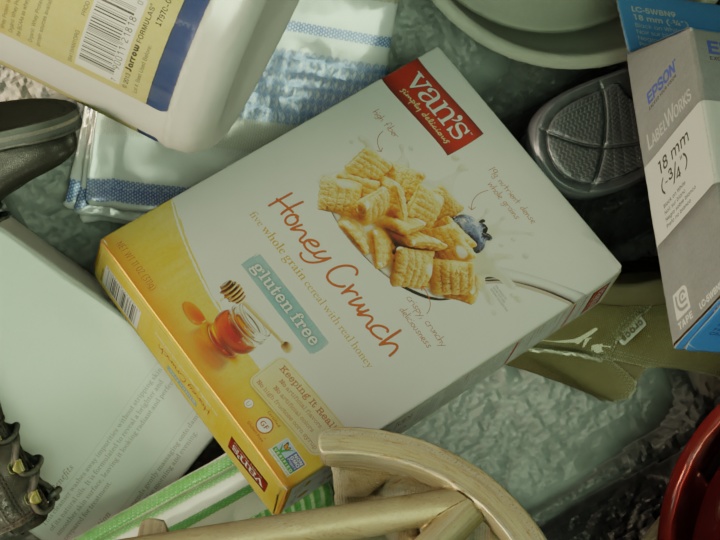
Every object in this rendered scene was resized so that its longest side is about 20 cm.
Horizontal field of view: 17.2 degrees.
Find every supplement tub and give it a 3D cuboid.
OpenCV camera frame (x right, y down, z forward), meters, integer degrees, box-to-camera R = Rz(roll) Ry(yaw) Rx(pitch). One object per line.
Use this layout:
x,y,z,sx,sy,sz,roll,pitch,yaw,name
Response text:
-0.125,-0.153,1.024,0.200,0.144,0.145,26,94,1,supplement tub

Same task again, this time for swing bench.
-0.020,0.171,1.027,0.200,0.199,0.130,-25,63,-12,swing bench

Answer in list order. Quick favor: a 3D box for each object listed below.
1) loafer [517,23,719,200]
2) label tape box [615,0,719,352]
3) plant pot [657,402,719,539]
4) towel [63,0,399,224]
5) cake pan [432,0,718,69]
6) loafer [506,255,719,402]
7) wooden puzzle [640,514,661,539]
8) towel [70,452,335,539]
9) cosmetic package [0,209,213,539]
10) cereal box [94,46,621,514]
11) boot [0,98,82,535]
0.163,-0.079,1.173,0.200,0.063,0.072,-16,86,-20,loafer
0.203,-0.057,1.079,0.144,0.063,0.200,6,57,-18,label tape box
0.241,0.139,1.098,0.200,0.182,0.201,-5,106,-17,plant pot
-0.054,-0.113,1.129,0.147,0.024,0.200,8,99,-15,towel
0.101,-0.197,1.132,0.200,0.037,0.201,-4,104,-18,cake pan
0.108,0.031,1.168,0.200,0.076,0.068,-4,96,-12,loafer
0.246,0.139,1.218,0.200,0.037,0.185,38,91,-22,wooden puzzle
-0.063,0.166,1.136,0.152,0.023,0.200,-29,137,-6,towel
-0.169,0.039,1.104,0.200,0.081,0.113,39,90,-16,cosmetic package
0.000,0.000,1.085,0.200,0.040,0.144,-33,74,-24,cereal box
-0.178,0.034,1.030,0.200,0.069,0.174,-28,107,1,boot
